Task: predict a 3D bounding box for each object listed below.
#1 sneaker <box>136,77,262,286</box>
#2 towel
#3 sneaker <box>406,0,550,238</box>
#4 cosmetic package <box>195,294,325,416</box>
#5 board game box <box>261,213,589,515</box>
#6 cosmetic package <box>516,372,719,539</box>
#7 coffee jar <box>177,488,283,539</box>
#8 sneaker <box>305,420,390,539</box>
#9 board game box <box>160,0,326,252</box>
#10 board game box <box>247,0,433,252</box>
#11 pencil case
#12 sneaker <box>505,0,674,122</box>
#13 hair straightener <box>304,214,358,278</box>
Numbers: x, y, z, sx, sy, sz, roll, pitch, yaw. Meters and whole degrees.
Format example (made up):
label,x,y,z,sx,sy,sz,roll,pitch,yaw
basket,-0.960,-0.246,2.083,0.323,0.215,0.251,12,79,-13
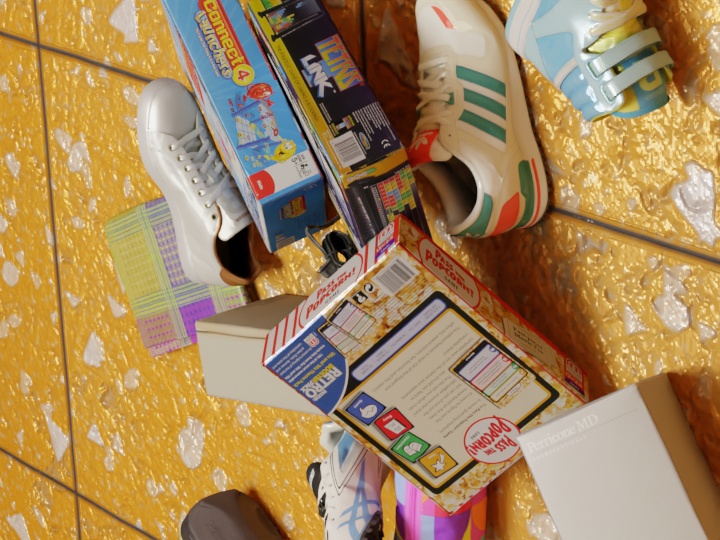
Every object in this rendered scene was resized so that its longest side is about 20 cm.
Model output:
label,x,y,z,sx,sy,sz,roll,pitch,yaw
sneaker,-0.130,-0.077,1.806,0.085,0.073,0.200,10,128,42
towel,-0.172,-0.001,1.959,0.200,0.023,0.144,-19,89,52
sneaker,0.072,-0.118,1.547,0.070,0.093,0.200,-16,92,52
cosmetic package,-0.040,0.071,1.758,0.200,0.103,0.073,3,106,50
board game box,0.050,0.075,1.559,0.200,0.046,0.151,41,115,-19
cosmetic package,0.206,0.184,1.486,0.107,0.090,0.200,-29,84,22
coffee jar,-0.140,0.305,1.992,0.104,0.085,0.200,53,140,28
sneaker,-0.012,0.196,1.714,0.200,0.072,0.072,-82,-6,-56
board game box,-0.094,-0.129,1.701,0.200,0.056,0.196,92,154,-80
board game box,-0.011,-0.101,1.591,0.165,0.057,0.200,68,176,-54
pencil case,0.063,0.154,1.677,0.088,0.088,0.200,25,125,44
sneaker,0.175,-0.181,1.398,0.131,0.079,0.200,53,155,23
hair straightener,0.000,0.000,1.667,0.041,0.077,0.200,-45,32,15
